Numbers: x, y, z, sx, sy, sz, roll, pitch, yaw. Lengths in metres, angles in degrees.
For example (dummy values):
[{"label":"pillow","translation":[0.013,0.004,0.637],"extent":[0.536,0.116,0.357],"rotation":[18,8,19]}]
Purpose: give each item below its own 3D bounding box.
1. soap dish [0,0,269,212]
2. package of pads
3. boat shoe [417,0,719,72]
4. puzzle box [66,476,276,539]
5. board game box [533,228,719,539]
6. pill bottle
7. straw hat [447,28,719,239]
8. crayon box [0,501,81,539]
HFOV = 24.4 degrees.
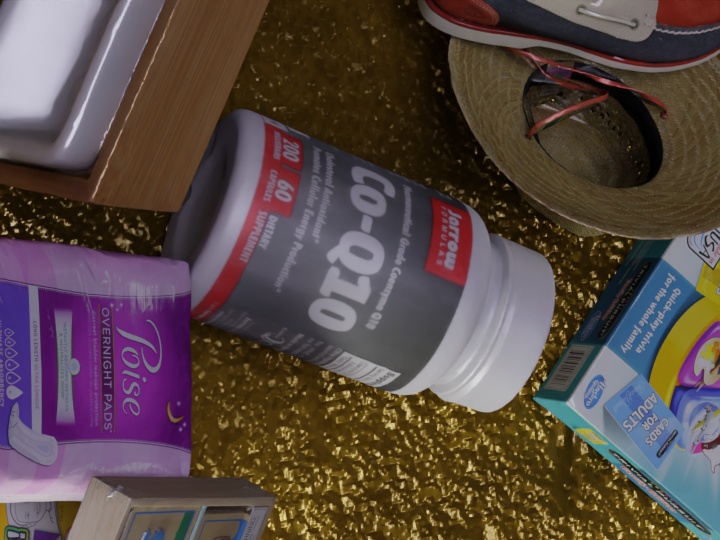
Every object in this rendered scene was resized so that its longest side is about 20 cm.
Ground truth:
[{"label":"soap dish","translation":[-0.118,-0.126,0.849],"extent":[0.081,0.157,0.202],"rotation":[28,80,-36]},{"label":"package of pads","translation":[-0.165,0.047,0.777],"extent":[0.199,0.075,0.122],"rotation":[9,78,-54]},{"label":"boat shoe","translation":[0.132,-0.162,0.947],"extent":[0.198,0.063,0.072],"rotation":[4,50,-17]},{"label":"puzzle box","translation":[-0.118,0.196,0.811],"extent":[0.133,0.025,0.202],"rotation":[12,100,-61]},{"label":"board game box","translation":[0.227,0.079,1.038],"extent":[0.200,0.047,0.152],"rotation":[39,77,-17]},{"label":"pill bottle","translation":[0.000,0.000,0.912],"extent":[0.198,0.114,0.115],"rotation":[21,83,-20]},{"label":"straw hat","translation":[0.129,-0.073,0.974],"extent":[0.199,0.085,0.203],"rotation":[10,51,-12]},{"label":"crayon box","translation":[-0.184,0.153,0.842],"extent":[0.118,0.058,0.202],"rotation":[-19,99,-54]}]
